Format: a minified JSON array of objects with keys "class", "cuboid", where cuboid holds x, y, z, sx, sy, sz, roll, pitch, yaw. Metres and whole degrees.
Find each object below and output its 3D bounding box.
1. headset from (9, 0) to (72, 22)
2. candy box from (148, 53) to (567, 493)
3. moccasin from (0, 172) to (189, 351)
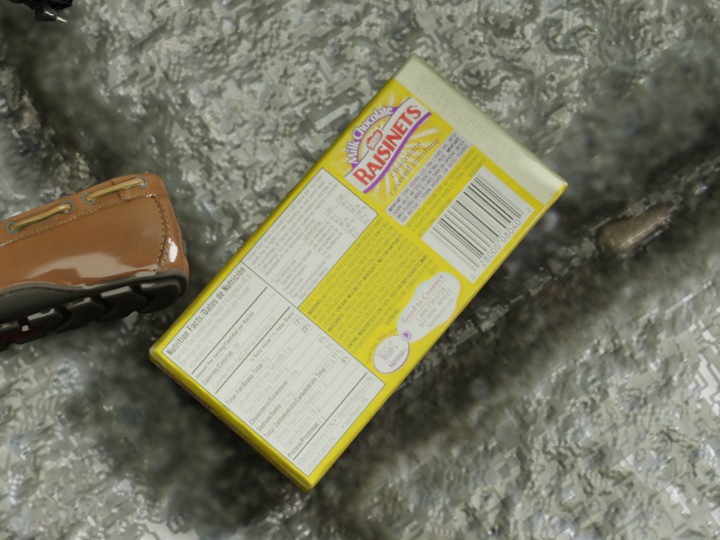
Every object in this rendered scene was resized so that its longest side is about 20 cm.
[{"class":"headset","cuboid":[-0.096,-0.203,1.140,0.123,0.094,0.200,41,99,15]},{"class":"candy box","cuboid":[0.000,0.000,1.158,0.102,0.026,0.200,40,76,4]},{"class":"moccasin","cuboid":[-0.182,-0.003,1.110,0.201,0.074,0.078,-16,72,-8]}]
